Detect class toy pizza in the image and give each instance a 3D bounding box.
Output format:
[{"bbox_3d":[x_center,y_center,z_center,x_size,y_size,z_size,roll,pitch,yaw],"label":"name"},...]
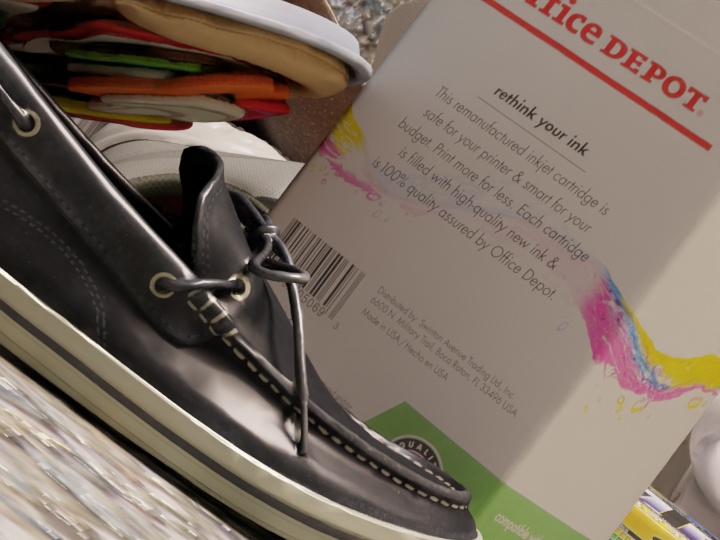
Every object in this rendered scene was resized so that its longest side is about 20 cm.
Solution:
[{"bbox_3d":[-0.096,-0.061,0.681,0.199,0.032,0.200,10,-2,0],"label":"toy pizza"}]

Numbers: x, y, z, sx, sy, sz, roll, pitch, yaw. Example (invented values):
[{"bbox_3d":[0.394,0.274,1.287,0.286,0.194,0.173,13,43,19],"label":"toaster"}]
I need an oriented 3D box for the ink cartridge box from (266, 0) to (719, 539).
[{"bbox_3d":[0.052,-0.014,0.696,0.117,0.200,0.067,39,2,37],"label":"ink cartridge box"}]

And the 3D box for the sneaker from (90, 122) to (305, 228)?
[{"bbox_3d":[0.000,0.000,0.810,0.199,0.074,0.079,8,17,4],"label":"sneaker"}]

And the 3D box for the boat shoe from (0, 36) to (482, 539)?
[{"bbox_3d":[-0.043,0.005,0.596,0.200,0.062,0.075,39,-1,-15],"label":"boat shoe"}]

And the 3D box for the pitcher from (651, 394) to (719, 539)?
[{"bbox_3d":[0.186,0.123,0.912,0.200,0.121,0.172,33,-24,6],"label":"pitcher"}]

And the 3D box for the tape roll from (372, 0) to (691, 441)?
[{"bbox_3d":[0.088,-0.008,1.024,0.202,0.140,0.203,14,-18,5],"label":"tape roll"}]

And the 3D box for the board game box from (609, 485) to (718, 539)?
[{"bbox_3d":[0.104,0.115,0.795,0.200,0.057,0.165,38,4,12],"label":"board game box"}]

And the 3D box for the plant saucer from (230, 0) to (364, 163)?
[{"bbox_3d":[-0.047,-0.046,0.924,0.200,0.034,0.201,50,-27,38],"label":"plant saucer"}]

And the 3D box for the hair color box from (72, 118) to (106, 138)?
[{"bbox_3d":[-0.169,-0.102,0.888,0.200,0.061,0.099,39,2,13],"label":"hair color box"}]
